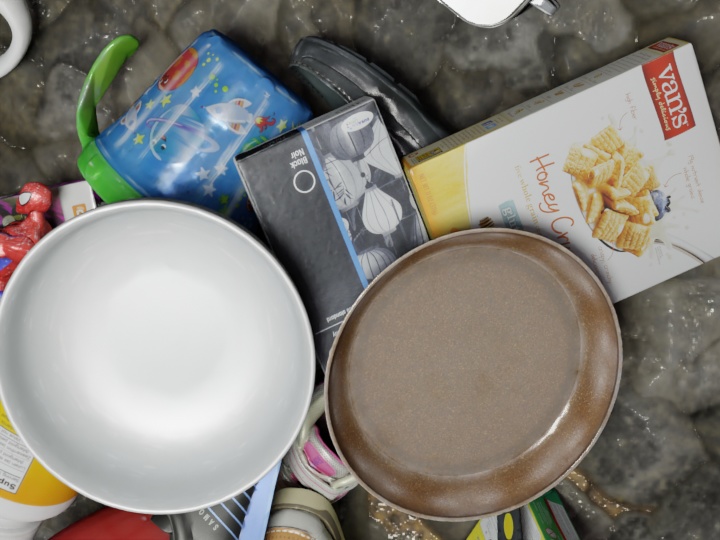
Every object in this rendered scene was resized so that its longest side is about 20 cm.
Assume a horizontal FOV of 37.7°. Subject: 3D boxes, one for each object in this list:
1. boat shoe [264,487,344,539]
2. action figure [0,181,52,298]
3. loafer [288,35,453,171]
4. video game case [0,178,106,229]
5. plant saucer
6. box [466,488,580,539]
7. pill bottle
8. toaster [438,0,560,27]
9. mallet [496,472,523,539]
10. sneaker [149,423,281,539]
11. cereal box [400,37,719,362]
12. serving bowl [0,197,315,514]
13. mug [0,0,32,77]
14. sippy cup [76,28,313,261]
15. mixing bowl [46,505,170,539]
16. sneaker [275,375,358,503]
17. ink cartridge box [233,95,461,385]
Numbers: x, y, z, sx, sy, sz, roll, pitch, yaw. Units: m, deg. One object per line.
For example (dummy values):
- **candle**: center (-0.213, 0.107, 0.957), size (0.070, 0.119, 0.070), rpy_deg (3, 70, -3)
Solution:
- **boat shoe**: center (-0.028, 0.252, 0.787), size (0.073, 0.069, 0.202), rpy_deg (-10, 128, 22)
- **action figure**: center (-0.297, 0.008, 0.781), size (0.098, 0.065, 0.202), rpy_deg (31, 107, -9)
- **loafer**: center (0.025, -0.081, 0.727), size (0.200, 0.068, 0.071), rpy_deg (40, 88, -3)
- **video game case**: center (-0.271, 0.033, 0.837), size (0.196, 0.036, 0.185), rpy_deg (-9, 101, 14)
- **plant saucer**: center (0.071, 0.066, 0.679), size (0.196, 0.032, 0.204), rpy_deg (-4, 109, -10)
- **box**: center (0.091, 0.264, 0.772), size (0.048, 0.118, 0.202), rpy_deg (26, 109, -19)
- **pill bottle**: center (-0.239, 0.108, 0.770), size (0.110, 0.111, 0.202), rpy_deg (32, 107, 3)
- **toaster**: center (0.059, -0.240, 0.626), size (0.199, 0.181, 0.119), rpy_deg (40, 109, -1)
- **mallet**: center (0.092, 0.152, 0.733), size (0.065, 0.041, 0.203), rpy_deg (0, 63, 15)
- **sneaker**: center (-0.098, 0.140, 0.725), size (0.076, 0.070, 0.204), rpy_deg (14, 73, -10)
- **cereal box**: center (0.141, -0.045, 0.692), size (0.197, 0.040, 0.146), rpy_deg (-24, 109, 0)
- **serving bowl**: center (-0.125, 0.047, 0.667), size (0.196, 0.066, 0.204), rpy_deg (-1, 108, -2)
- **mug**: center (-0.317, -0.216, 0.743), size (0.173, 0.149, 0.201), rpy_deg (-19, 129, 23)
- **sippy cup**: center (-0.104, -0.088, 0.731), size (0.177, 0.140, 0.131), rpy_deg (36, 99, -26)
- **mixing bowl**: center (-0.152, 0.245, 0.801), size (0.200, 0.200, 0.109), rpy_deg (42, 77, 0)
- **sneaker**: center (-0.034, 0.133, 0.784), size (0.081, 0.088, 0.201), rpy_deg (37, 108, 1)
- **ink cartridge box**: center (0.000, 0.000, 0.688), size (0.098, 0.039, 0.203), rpy_deg (-25, 105, -5)
